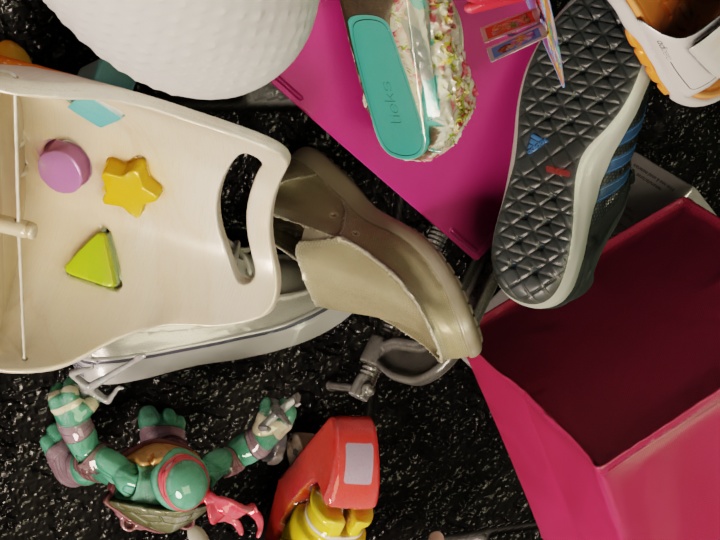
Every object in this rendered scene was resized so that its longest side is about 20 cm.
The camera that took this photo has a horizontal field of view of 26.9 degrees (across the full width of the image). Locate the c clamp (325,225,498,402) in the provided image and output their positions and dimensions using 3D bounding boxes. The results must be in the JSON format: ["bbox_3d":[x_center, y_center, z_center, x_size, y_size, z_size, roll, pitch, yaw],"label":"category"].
[{"bbox_3d":[0.048,0.003,1.008,0.027,0.171,0.200,31,84,-20],"label":"c clamp"}]

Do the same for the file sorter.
[{"bbox_3d":[0.030,-0.134,0.927,0.139,0.125,0.200,-49,124,4],"label":"file sorter"}]

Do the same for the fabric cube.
[{"bbox_3d":[0.214,0.107,0.988,0.196,0.200,0.200,-29,121,-9],"label":"fabric cube"}]

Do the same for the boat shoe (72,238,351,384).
[{"bbox_3d":[-0.093,0.013,0.976,0.199,0.071,0.070,-13,122,-13],"label":"boat shoe"}]

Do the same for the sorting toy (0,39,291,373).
[{"bbox_3d":[-0.131,-0.037,0.851,0.179,0.107,0.201,10,127,3],"label":"sorting toy"}]

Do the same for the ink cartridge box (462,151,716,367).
[{"bbox_3d":[0.189,0.038,1.115,0.200,0.084,0.145,-46,124,1],"label":"ink cartridge box"}]

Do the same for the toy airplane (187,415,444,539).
[{"bbox_3d":[-0.037,0.220,1.058,0.200,0.141,0.199,-34,125,-8],"label":"toy airplane"}]

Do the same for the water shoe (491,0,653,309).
[{"bbox_3d":[0.131,-0.076,0.898,0.079,0.071,0.201,1,111,-62],"label":"water shoe"}]

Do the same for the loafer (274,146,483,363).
[{"bbox_3d":[0.000,0.000,0.934,0.068,0.200,0.076,-37,139,-12],"label":"loafer"}]

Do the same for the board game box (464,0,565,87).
[{"bbox_3d":[0.059,-0.183,0.765,0.039,0.200,0.158,-16,118,5],"label":"board game box"}]

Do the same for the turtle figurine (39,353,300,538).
[{"bbox_3d":[-0.125,0.112,0.925,0.149,0.200,0.101,15,79,-23],"label":"turtle figurine"}]

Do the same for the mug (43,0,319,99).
[{"bbox_3d":[-0.088,-0.194,0.767,0.175,0.147,0.201,58,42,-58],"label":"mug"}]

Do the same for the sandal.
[{"bbox_3d":[0.176,-0.151,0.806,0.206,0.059,0.079,33,73,-47],"label":"sandal"}]

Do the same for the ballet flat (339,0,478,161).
[{"bbox_3d":[0.022,-0.154,0.807,0.064,0.075,0.201,-39,132,-38],"label":"ballet flat"}]
